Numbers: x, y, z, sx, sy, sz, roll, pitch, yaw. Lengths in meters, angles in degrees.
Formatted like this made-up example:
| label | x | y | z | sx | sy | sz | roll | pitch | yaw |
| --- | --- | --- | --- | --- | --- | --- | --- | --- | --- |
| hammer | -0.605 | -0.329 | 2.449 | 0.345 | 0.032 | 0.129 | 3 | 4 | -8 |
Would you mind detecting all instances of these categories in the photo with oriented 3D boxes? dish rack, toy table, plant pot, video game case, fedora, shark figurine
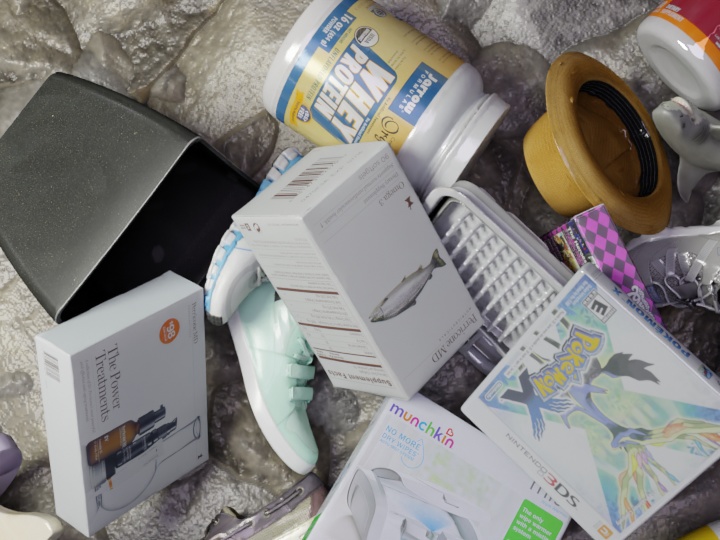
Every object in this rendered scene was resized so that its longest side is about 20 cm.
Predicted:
| label | x | y | z | sx | sy | sz | roll | pitch | yaw |
| --- | --- | --- | --- | --- | --- | --- | --- | --- | --- |
| dish rack | 0.115 | 0.007 | 1.049 | 0.172 | 0.200 | 0.044 | 44 | 62 | 5 |
| toy table | -0.371 | 0.261 | 1.074 | 0.117 | 0.184 | 0.200 | 50 | 117 | 18 |
| plant pot | -0.239 | -0.067 | 1.071 | 0.177 | 0.200 | 0.200 | 37 | 90 | 18 |
| video game case | 0.221 | 0.050 | 1.031 | 0.036 | 0.181 | 0.200 | -25 | 85 | -10 |
| video game case | 0.201 | 0.120 | 0.959 | 0.182 | 0.022 | 0.200 | 43 | 129 | 12 |
| fedora | 0.211 | -0.107 | 1.061 | 0.082 | 0.200 | 0.201 | -27 | 85 | 37 |
| shark figurine | 0.350 | -0.095 | 1.080 | 0.214 | 0.128 | 0.090 | 25 | 103 | -9 |

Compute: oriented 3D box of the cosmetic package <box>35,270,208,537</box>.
| label | x | y | z | sx | sy | sz | roll | pitch | yaw |
| --- | --- | --- | --- | --- | --- | --- | --- | --- | --- |
| cosmetic package | -0.209 | 0.119 | 1.031 | 0.052 | 0.151 | 0.200 | 23 | 126 | 31 |

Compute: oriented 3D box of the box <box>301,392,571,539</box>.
| label | x | y | z | sx | sy | sz | roll | pitch | yaw |
| --- | --- | --- | --- | --- | --- | --- | --- | --- | --- |
| box | 0.071 | 0.233 | 1.049 | 0.200 | 0.097 | 0.177 | 32 | 72 | 2 |

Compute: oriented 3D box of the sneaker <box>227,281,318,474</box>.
| label | x | y | z | sx | sy | sz | roll | pitch | yaw |
| --- | --- | --- | --- | --- | --- | --- | --- | --- | --- |
| sneaker | -0.051 | 0.088 | 1.098 | 0.118 | 0.074 | 0.201 | -20 | 84 | 9 |

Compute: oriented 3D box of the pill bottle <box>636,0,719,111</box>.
| label | x | y | z | sx | sy | sz | roll | pitch | yaw |
| --- | --- | --- | --- | --- | --- | --- | --- | --- | --- |
| pill bottle | 0.368 | -0.255 | 1.071 | 0.200 | 0.113 | 0.113 | -43 | 85 | 0 |

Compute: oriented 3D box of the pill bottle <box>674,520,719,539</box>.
| label | x | y | z | sx | sy | sz | roll | pitch | yaw |
| --- | --- | --- | --- | --- | --- | --- | --- | --- | --- |
| pill bottle | 0.316 | 0.299 | 1.047 | 0.200 | 0.111 | 0.111 | -26 | 86 | 2 |

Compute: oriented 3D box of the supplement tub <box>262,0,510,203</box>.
| label | x | y | z | sx | sy | sz | roll | pitch | yaw |
| --- | --- | --- | --- | --- | --- | --- | --- | --- | --- |
| supplement tub | 0.025 | -0.159 | 1.072 | 0.200 | 0.145 | 0.145 | 34 | 90 | 5 |

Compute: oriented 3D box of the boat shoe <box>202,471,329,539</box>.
| label | x | y | z | sx | sy | sz | roll | pitch | yaw |
| --- | --- | --- | --- | --- | --- | --- | --- | --- | --- |
| boat shoe | -0.118 | 0.258 | 1.102 | 0.200 | 0.072 | 0.065 | -25 | 81 | -1 |

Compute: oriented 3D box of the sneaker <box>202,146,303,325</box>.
| label | x | y | z | sx | sy | sz | roll | pitch | yaw |
| --- | --- | --- | --- | --- | --- | --- | --- | --- | --- |
| sneaker | -0.076 | -0.026 | 1.076 | 0.087 | 0.075 | 0.200 | 26 | 64 | 7 |

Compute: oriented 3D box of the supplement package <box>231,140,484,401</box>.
| label | x | y | z | sx | sy | sz | roll | pitch | yaw |
| --- | --- | --- | --- | --- | --- | --- | --- | --- | --- |
| supplement package | 0.000 | 0.000 | 1.026 | 0.117 | 0.117 | 0.200 | -43 | 116 | -28 |

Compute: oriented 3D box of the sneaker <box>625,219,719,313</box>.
| label | x | y | z | sx | sy | sz | roll | pitch | yaw |
| --- | --- | --- | --- | --- | --- | --- | --- | --- | --- |
| sneaker | 0.307 | 0.004 | 1.045 | 0.200 | 0.075 | 0.082 | -22 | 42 | 31 |

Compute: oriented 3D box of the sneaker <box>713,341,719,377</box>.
| label | x | y | z | sx | sy | sz | roll | pitch | yaw |
| --- | --- | --- | --- | --- | --- | --- | --- | --- | --- |
| sneaker | 0.375 | 0.051 | 1.077 | 0.088 | 0.081 | 0.200 | 44 | 84 | 9 |
